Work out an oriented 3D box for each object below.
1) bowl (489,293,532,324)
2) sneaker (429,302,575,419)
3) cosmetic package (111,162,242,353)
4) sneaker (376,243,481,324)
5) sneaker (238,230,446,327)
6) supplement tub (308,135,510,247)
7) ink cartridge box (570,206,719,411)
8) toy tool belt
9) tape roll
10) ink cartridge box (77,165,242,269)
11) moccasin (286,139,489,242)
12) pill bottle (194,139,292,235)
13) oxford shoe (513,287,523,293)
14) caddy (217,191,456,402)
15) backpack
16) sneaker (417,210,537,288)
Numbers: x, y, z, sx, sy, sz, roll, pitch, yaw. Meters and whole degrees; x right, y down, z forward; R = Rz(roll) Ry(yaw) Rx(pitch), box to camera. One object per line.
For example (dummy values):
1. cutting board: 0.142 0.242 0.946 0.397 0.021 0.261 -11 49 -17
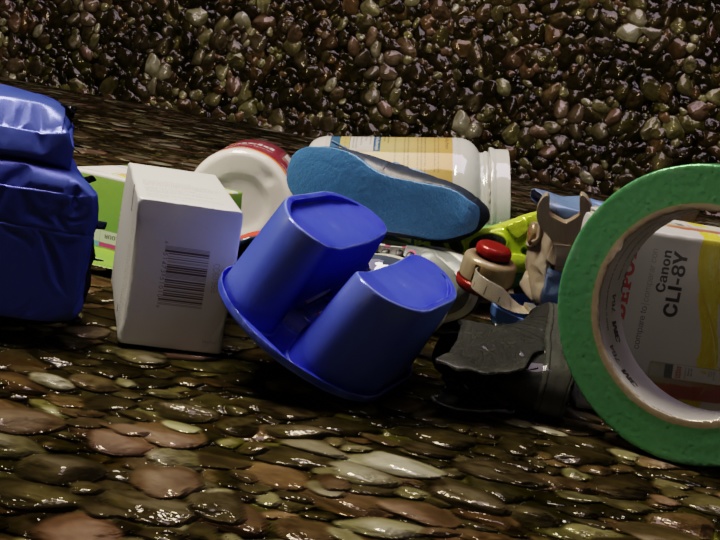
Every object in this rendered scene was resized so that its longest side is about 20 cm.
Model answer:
1. bowl: 0.209 0.062 1.205 0.199 0.040 0.201 10 9 -1
2. sneaker: 0.103 0.061 1.026 0.104 0.060 0.200 12 17 0
3. cosmetic package: -0.148 -0.015 1.076 0.081 0.114 0.200 8 8 -15
4. sneaker: 0.000 0.000 1.212 0.199 0.084 0.120 7 1 41
5. sneaker: -0.029 0.014 1.119 0.199 0.075 0.084 10 1 22
6. supplement tub: 0.047 -0.061 1.373 0.199 0.146 0.145 1 9 3
7. ink cartridge box: 0.263 0.042 1.058 0.199 0.146 0.083 9 11 -4
8. toy tool belt: 0.187 -0.028 1.161 0.199 0.124 0.125 9 20 -18
9. tape roll: 0.233 0.029 0.927 0.199 0.202 0.048 15 11 29
10. ink cartridge box: -0.226 -0.051 1.319 0.147 0.076 0.200 14 9 22
11. moccasin: 0.024 -0.061 1.260 0.199 0.081 0.068 23 13 27
12. pill bottle: -0.121 -0.084 1.504 0.113 0.115 0.200 10 9 0
13. oxford shoe: 0.250 -0.021 1.416 0.199 0.085 0.073 -7 -7 17
14. caddy: -0.019 0.025 0.987 0.141 0.105 0.200 41 17 11
15. backpack: -0.269 -0.051 1.012 0.162 0.169 0.200 14 4 -16
16. sneaker: 0.142 -0.017 1.275 0.199 0.075 0.084 -5 2 6
